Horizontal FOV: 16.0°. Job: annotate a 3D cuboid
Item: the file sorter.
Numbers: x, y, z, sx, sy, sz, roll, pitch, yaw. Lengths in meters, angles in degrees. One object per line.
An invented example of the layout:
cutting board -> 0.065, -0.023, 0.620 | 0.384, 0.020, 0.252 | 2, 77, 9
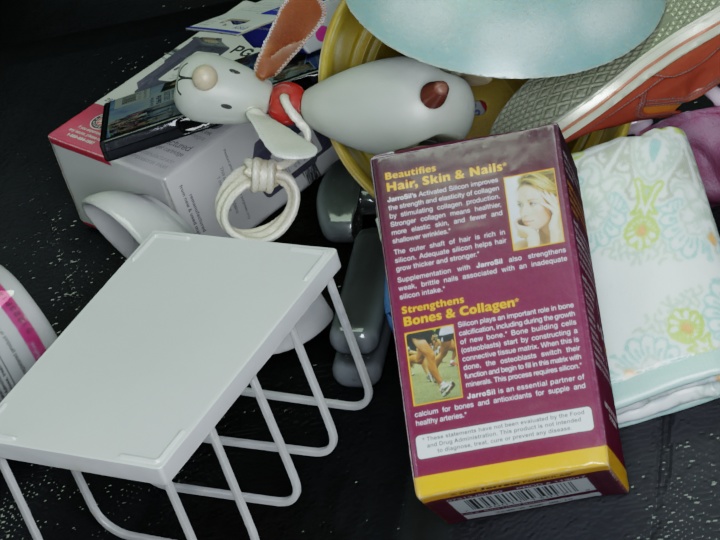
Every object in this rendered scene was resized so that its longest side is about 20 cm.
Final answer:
file sorter -> -0.102, 0.089, 1.524 | 0.138, 0.125, 0.200 | 6, 40, 33

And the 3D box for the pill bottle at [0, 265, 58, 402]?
pill bottle -> -0.292, 0.089, 1.638 | 0.200, 0.114, 0.113 | -33, 34, -21

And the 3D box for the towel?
towel -> 0.118, 0.015, 1.515 | 0.199, 0.048, 0.172 | -16, 65, 5

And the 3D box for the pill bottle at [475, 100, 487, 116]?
pill bottle -> 0.103, -0.137, 1.769 | 0.200, 0.113, 0.112 | -35, 35, -23

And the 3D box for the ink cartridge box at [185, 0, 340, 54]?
ink cartridge box -> -0.013, -0.184, 1.775 | 0.199, 0.037, 0.095 | -21, 16, -22

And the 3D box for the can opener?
can opener -> 0.000, 0.000, 1.672 | 0.066, 0.053, 0.200 | -2, 37, 7

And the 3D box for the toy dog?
toy dog -> -0.013, -0.102, 1.550 | 0.199, 0.132, 0.096 | -14, -12, 1

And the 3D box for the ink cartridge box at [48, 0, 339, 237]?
ink cartridge box -> -0.099, -0.103, 1.853 | 0.200, 0.085, 0.145 | -38, 37, -27

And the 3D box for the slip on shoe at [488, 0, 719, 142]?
slip on shoe -> 0.169, -0.114, 1.558 | 0.200, 0.061, 0.074 | -31, 29, 1

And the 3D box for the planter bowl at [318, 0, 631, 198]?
planter bowl -> 0.075, -0.112, 1.638 | 0.200, 0.201, 0.083 | -20, -12, -1

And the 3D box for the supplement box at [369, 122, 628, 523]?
supplement box -> 0.078, 0.030, 1.442 | 0.110, 0.086, 0.201 | -11, 73, 11

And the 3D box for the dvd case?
dvd case -> -0.080, -0.124, 1.742 | 0.199, 0.018, 0.143 | -18, 15, 0

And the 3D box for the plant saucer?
plant saucer -> 0.088, -0.189, 1.553 | 0.200, 0.039, 0.201 | 2, 41, -1

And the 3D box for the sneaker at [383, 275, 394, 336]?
sneaker -> 0.113, 0.016, 1.588 | 0.199, 0.079, 0.066 | -2, -3, 10

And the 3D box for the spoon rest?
spoon rest -> -0.112, 0.004, 1.706 | 0.200, 0.099, 0.061 | 26, 70, 34

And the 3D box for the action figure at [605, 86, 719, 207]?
action figure -> 0.259, -0.090, 1.569 | 0.134, 0.149, 0.200 | -48, 9, -9
